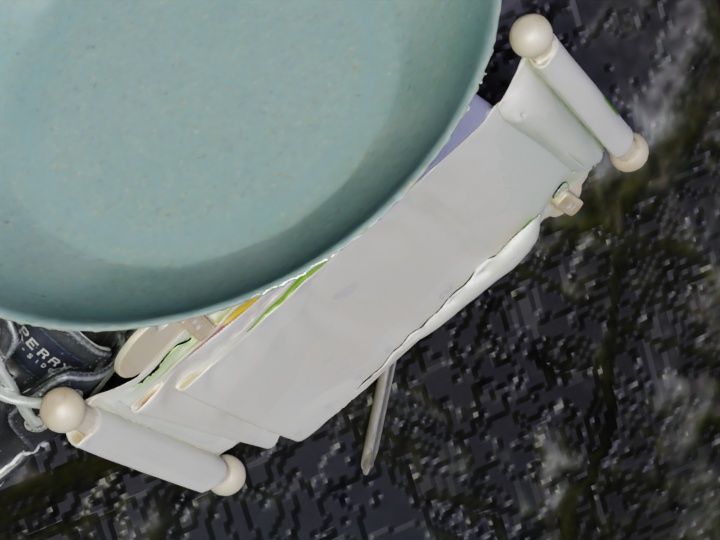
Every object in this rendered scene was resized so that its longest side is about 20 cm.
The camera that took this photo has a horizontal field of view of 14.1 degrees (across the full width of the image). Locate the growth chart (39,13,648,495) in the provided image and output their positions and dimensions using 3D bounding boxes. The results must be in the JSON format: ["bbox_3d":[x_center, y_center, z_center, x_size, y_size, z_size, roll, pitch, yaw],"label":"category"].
[{"bbox_3d":[0.000,0.000,0.898,0.200,0.018,0.145,-39,155,0],"label":"growth chart"}]

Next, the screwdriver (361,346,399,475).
[{"bbox_3d":[0.020,-0.029,0.962,0.028,0.029,0.201,6,107,-25],"label":"screwdriver"}]

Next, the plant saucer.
[{"bbox_3d":[-0.051,-0.061,0.845,0.201,0.201,0.039,-42,145,-10],"label":"plant saucer"}]

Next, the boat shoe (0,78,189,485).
[{"bbox_3d":[-0.103,0.018,0.886,0.072,0.068,0.200,43,82,-25],"label":"boat shoe"}]
